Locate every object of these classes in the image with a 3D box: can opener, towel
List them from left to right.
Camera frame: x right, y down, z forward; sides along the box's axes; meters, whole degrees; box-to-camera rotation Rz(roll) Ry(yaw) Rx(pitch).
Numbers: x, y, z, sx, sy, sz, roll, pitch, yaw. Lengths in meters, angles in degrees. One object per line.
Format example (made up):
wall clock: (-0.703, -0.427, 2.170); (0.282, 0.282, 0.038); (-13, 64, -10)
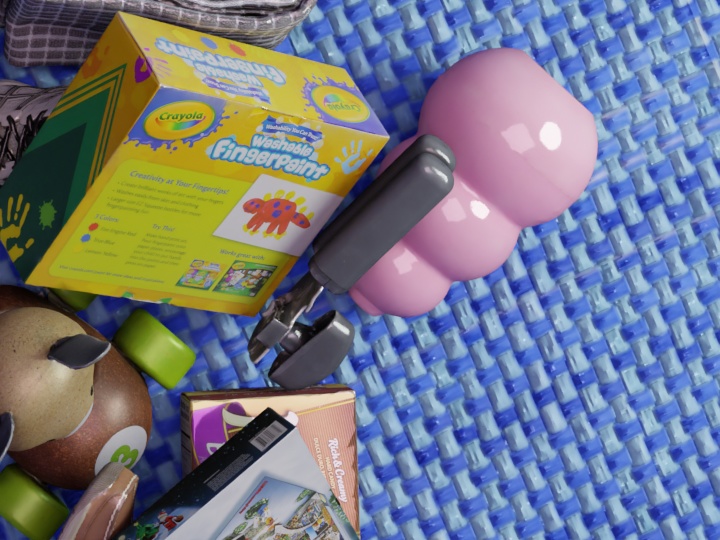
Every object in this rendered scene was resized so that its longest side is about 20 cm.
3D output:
towel: (-0.136, -0.180, 1.553); (0.198, 0.166, 0.086); (1, 86, -12)
can opener: (0.000, 0.000, 1.583); (0.067, 0.053, 0.200); (39, 115, -16)

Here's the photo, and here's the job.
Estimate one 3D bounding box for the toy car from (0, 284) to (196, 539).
toy car: (-0.197, 0.080, 1.538); (0.158, 0.200, 0.165); (41, 85, -9)

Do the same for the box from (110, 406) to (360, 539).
box: (-0.097, 0.202, 1.546); (0.200, 0.038, 0.137); (-39, 127, -16)

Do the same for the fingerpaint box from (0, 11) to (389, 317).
fingerpaint box: (-0.108, -0.063, 1.531); (0.199, 0.074, 0.167); (9, 128, -45)

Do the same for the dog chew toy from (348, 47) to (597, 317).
dog chew toy: (0.066, -0.051, 1.625); (0.124, 0.125, 0.200); (40, 96, -10)

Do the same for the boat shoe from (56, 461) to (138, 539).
boat shoe: (-0.164, 0.209, 1.577); (0.071, 0.076, 0.201); (22, 128, 8)

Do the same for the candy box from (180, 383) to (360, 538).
candy box: (-0.060, 0.181, 1.641); (0.116, 0.056, 0.202); (-2, 94, -12)

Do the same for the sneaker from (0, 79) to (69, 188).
sneaker: (-0.211, -0.092, 1.586); (0.198, 0.088, 0.076); (-12, 96, -8)
